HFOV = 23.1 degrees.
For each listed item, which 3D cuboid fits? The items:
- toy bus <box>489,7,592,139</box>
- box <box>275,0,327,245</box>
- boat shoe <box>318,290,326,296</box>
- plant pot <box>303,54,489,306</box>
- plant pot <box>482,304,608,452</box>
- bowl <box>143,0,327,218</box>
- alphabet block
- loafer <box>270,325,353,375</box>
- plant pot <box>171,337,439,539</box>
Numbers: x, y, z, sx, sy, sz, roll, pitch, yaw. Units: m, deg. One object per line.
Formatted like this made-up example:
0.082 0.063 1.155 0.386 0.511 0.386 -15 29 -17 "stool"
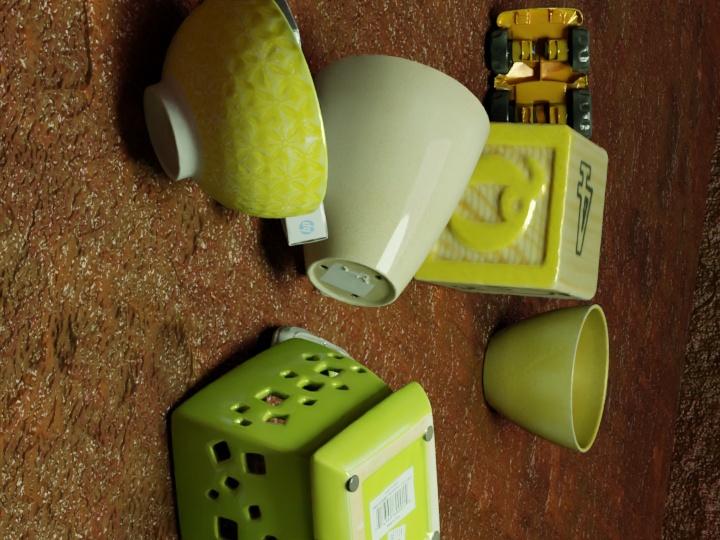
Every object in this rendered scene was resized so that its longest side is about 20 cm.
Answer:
0.248 -0.254 2.384 0.192 0.134 0.202 -45 134 -77 "toy bus"
-0.072 -0.148 1.594 0.156 0.041 0.202 -111 -170 -60 "box"
-0.001 0.000 1.856 0.202 0.074 0.066 -18 107 -74 "boat shoe"
0.015 -0.074 1.724 0.188 0.185 0.202 60 40 -55 "plant pot"
0.250 0.141 2.426 0.200 0.141 0.202 5 90 -69 "plant pot"
-0.116 -0.128 1.456 0.107 0.200 0.202 -18 120 -20 "bowl"
0.184 -0.072 2.153 0.200 0.193 0.199 12 81 -67 "alphabet block"
-0.036 0.102 1.786 0.200 0.069 0.071 36 61 -65 "loafer"
-0.039 0.196 1.604 0.200 0.180 0.201 -30 123 -49 "plant pot"
